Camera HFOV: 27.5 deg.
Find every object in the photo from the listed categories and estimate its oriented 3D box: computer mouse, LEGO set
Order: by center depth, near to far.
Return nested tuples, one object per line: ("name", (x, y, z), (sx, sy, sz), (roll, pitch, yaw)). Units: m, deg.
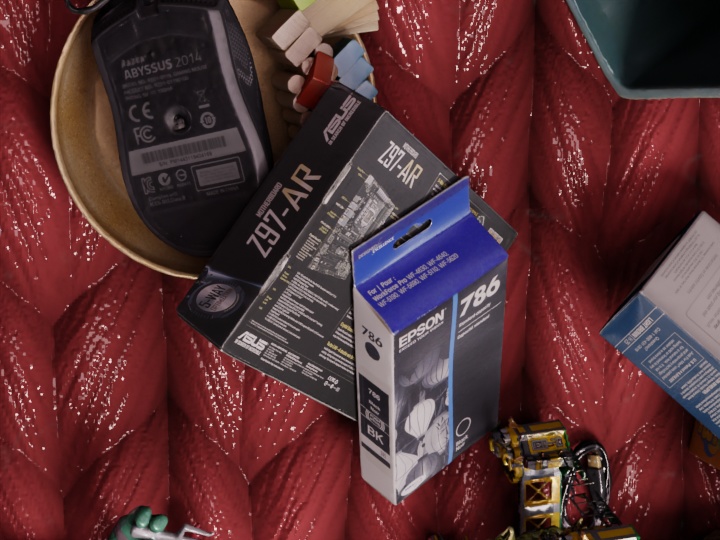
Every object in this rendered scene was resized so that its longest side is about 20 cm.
("computer mouse", (-0.095, -0.109, 0.837), (0.138, 0.053, 0.201), (-6, 103, 13))
("LEGO set", (0.095, 0.191, 0.941), (0.115, 0.200, 0.154), (-6, 122, -10))
("computer mouse", (0.179, 0.217, 1.043), (0.058, 0.034, 0.201), (-18, 105, -12))

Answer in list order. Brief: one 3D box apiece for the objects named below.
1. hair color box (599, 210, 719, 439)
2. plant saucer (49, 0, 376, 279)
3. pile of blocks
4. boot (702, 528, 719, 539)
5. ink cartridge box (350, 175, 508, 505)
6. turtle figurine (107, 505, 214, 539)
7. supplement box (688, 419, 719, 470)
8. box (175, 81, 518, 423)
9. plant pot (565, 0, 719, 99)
("hair color box", (0.265, 0.066, 0.963), (0.200, 0.061, 0.100), (41, 53, 6))
("plant saucer", (-0.090, -0.095, 0.896), (0.199, 0.035, 0.201), (-3, 101, -16))
("pile of blocks", (-0.019, -0.127, 0.859), (0.082, 0.062, 0.201), (-13, 104, -14))
("boot", (0.234, 0.292, 1.022), (0.199, 0.072, 0.167), (-24, 102, -39))
("ink cartridge box", (0.043, 0.047, 0.902), (0.099, 0.039, 0.201), (-34, 140, -28))
("turtle figurine", (-0.158, 0.218, 0.907), (0.199, 0.101, 0.151), (0, 86, -1))
("supplement box", (0.340, 0.122, 1.056), (0.199, 0.069, 0.067), (11, 97, -20))
("box", (0.000, 0.000, 0.881), (0.161, 0.043, 0.200), (-56, 146, 0))
("plant pot", (0.235, -0.241, 0.889), (0.200, 0.196, 0.197), (-38, 109, -15))
